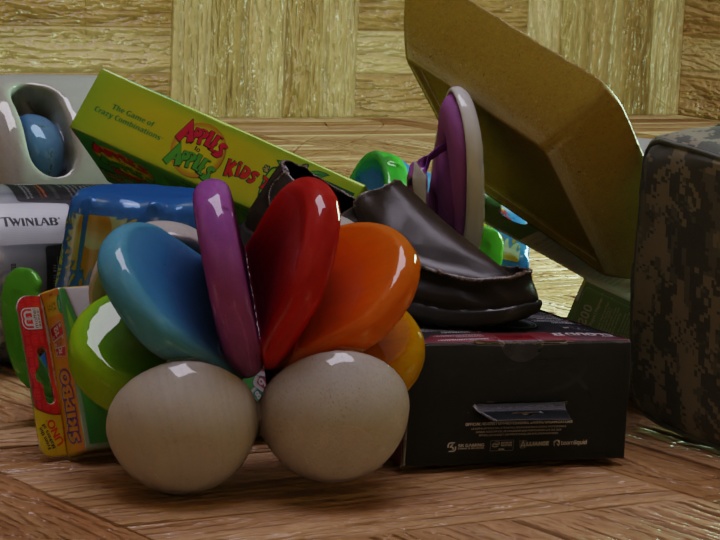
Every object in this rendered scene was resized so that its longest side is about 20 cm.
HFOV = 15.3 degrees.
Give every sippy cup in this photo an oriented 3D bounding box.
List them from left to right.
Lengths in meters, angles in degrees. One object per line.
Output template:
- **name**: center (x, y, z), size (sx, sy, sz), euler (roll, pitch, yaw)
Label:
- **sippy cup**: center (-0.134, 0.015, 1.671), size (0.139, 0.131, 0.178), euler (4, 8, 12)
- **sippy cup**: center (0.056, -0.014, 2.060), size (0.129, 0.140, 0.178), euler (11, 31, -17)

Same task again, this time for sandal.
- **sandal**: center (0.044, -0.026, 1.720), size (0.049, 0.204, 0.083), euler (-6, 42, -15)

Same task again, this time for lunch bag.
- **lunch bag**: center (0.270, 0.002, 1.660), size (0.167, 0.202, 0.139), euler (-10, 16, -33)

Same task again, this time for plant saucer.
- **plant saucer**: center (0.110, -0.083, 1.743), size (0.200, 0.048, 0.200), euler (37, -15, 40)

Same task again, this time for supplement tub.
- **supplement tub**: center (-0.181, 0.001, 1.849), size (0.199, 0.124, 0.122), euler (-2, 9, -24)

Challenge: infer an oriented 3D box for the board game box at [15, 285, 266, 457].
- **board game box**: center (-0.110, 0.054, 1.578), size (0.199, 0.096, 0.030), euler (-5, -10, -38)

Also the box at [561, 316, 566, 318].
- **box**: center (0.090, 0.054, 1.855), size (0.199, 0.040, 0.137), euler (6, 7, 24)

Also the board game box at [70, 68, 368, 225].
- **board game box**: center (-0.085, -0.058, 1.763), size (0.199, 0.048, 0.102), euler (24, -14, 16)

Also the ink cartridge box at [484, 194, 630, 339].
- **ink cartridge box**: center (0.165, 0.011, 1.818), size (0.199, 0.048, 0.145), euler (26, 16, 15)

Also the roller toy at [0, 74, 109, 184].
- **roller toy**: center (-0.249, -0.056, 2.016), size (0.139, 0.184, 0.200), euler (-2, 9, -28)

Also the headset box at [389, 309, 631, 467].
- **headset box**: center (0.062, 0.066, 1.620), size (0.148, 0.078, 0.200), euler (-1, 9, -23)

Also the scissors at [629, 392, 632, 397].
- **scissors**: center (0.271, 0.089, 1.768), size (0.199, 0.014, 0.073), euler (5, 10, 22)

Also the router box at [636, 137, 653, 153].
- **router box**: center (0.255, -0.007, 1.882), size (0.199, 0.180, 0.049), euler (9, 49, 36)

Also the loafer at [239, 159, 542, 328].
- **loafer**: center (0.017, -0.018, 1.604), size (0.199, 0.072, 0.073), euler (17, 12, 20)

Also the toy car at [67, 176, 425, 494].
- **toy car**: center (-0.061, 0.018, 1.461), size (0.198, 0.151, 0.176), euler (-4, 41, -7)
